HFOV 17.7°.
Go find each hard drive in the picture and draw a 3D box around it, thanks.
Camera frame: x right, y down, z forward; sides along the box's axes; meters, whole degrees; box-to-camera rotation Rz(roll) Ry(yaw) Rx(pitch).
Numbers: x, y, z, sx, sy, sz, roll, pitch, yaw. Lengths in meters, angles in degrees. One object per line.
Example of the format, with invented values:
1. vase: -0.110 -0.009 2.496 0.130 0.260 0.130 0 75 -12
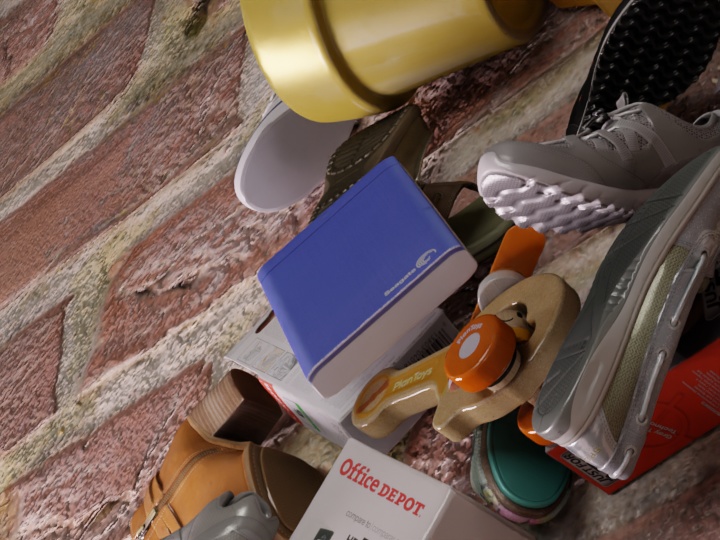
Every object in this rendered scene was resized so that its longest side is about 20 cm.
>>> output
1. hard drive: 0.000 0.000 1.569 0.132 0.025 0.200 -41 23 4

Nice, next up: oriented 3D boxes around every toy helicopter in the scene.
1. toy helicopter: 0.063 0.053 1.447 0.200 0.079 0.133 -28 35 47

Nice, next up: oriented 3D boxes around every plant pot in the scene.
1. plant pot: 0.035 -0.226 1.785 0.188 0.201 0.202 -8 52 32

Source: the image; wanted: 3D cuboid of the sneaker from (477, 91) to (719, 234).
1. sneaker: 0.151 -0.068 1.423 0.075 0.199 0.083 -19 73 52

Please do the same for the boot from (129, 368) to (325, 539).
1. boot: -0.105 0.183 1.693 0.156 0.076 0.200 -54 38 17

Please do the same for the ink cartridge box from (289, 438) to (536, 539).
1. ink cartridge box: 0.003 0.222 1.474 0.201 0.084 0.146 -60 29 -6

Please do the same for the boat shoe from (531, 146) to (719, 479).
1. boat shoe: 0.171 0.021 1.340 0.203 0.065 0.074 -61 11 -18

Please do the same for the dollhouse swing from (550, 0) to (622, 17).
1. dollhouse swing: 0.180 -0.300 1.678 0.175 0.182 0.201 18 75 49

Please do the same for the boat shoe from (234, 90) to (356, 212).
1. boat shoe: -0.043 -0.132 1.932 0.200 0.074 0.065 -52 24 -15

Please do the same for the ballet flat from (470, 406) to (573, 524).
1. ballet flat: 0.097 0.103 1.488 0.071 0.069 0.201 -57 19 37

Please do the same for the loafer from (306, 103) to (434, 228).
1. loafer: 0.013 -0.057 1.760 0.075 0.068 0.200 -26 21 32

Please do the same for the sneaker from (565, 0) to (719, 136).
1. sneaker: 0.180 -0.134 1.538 0.090 0.070 0.201 -87 15 -55

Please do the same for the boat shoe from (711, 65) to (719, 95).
1. boat shoe: 0.255 -0.130 1.469 0.073 0.074 0.200 -43 30 21

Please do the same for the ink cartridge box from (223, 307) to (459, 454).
1. ink cartridge box: -0.011 0.063 1.674 0.109 0.050 0.200 -46 27 -12

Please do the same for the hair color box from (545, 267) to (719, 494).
1. hair color box: 0.199 0.038 1.393 0.200 0.061 0.102 -38 34 30

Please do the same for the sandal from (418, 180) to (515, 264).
1. sandal: 0.042 -0.026 1.642 0.200 0.058 0.080 -28 20 -5

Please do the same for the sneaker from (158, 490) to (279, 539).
1. sneaker: -0.099 0.196 1.596 0.092 0.076 0.200 -53 11 -15
